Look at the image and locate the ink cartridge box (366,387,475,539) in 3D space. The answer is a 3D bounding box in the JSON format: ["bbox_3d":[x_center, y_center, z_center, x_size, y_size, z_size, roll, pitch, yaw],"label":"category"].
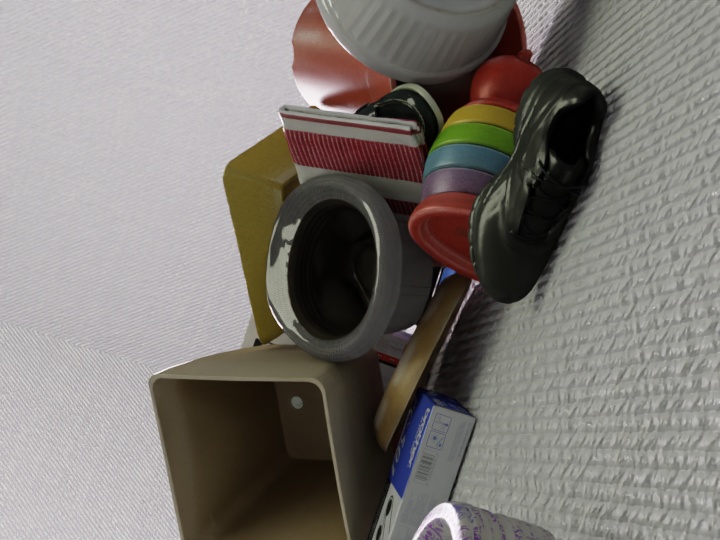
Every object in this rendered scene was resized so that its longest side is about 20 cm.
[{"bbox_3d":[0.047,0.215,1.299,0.094,0.044,0.201,-146,74,-82],"label":"ink cartridge box"}]

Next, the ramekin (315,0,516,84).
[{"bbox_3d":[0.061,-0.285,1.322,0.094,0.201,0.203,133,154,-63],"label":"ramekin"}]

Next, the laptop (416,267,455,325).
[{"bbox_3d":[0.055,-0.032,1.602,0.103,0.199,0.178,20,-92,-59],"label":"laptop"}]

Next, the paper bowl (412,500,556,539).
[{"bbox_3d":[0.071,0.244,0.814,0.201,0.104,0.202,-162,90,-82],"label":"paper bowl"}]

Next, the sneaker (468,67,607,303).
[{"bbox_3d":[0.145,-0.067,1.147,0.091,0.076,0.201,-134,59,-73],"label":"sneaker"}]

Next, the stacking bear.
[{"bbox_3d":[0.123,-0.109,1.292,0.122,0.113,0.201,122,168,-63],"label":"stacking bear"}]

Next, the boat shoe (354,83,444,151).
[{"bbox_3d":[0.016,-0.127,1.373,0.066,0.075,0.199,-33,9,-22],"label":"boat shoe"}]

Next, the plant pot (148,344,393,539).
[{"bbox_3d":[-0.069,0.168,1.429,0.177,0.199,0.201,-36,-59,-57],"label":"plant pot"}]

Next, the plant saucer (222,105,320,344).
[{"bbox_3d":[-0.057,-0.050,1.482,0.200,0.048,0.201,-42,-52,-52],"label":"plant saucer"}]

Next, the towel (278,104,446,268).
[{"bbox_3d":[0.007,-0.081,1.363,0.200,0.143,0.023,73,-147,-49],"label":"towel"}]

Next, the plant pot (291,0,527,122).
[{"bbox_3d":[0.040,-0.227,1.504,0.195,0.200,0.202,15,86,47],"label":"plant pot"}]

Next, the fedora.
[{"bbox_3d":[0.000,0.000,1.353,0.200,0.090,0.178,11,94,54],"label":"fedora"}]

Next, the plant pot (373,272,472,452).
[{"bbox_3d":[0.059,0.085,1.392,0.201,0.027,0.200,-62,-6,-11],"label":"plant pot"}]

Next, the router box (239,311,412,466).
[{"bbox_3d":[-0.044,0.131,1.563,0.049,0.199,0.180,-8,-63,-78],"label":"router box"}]
